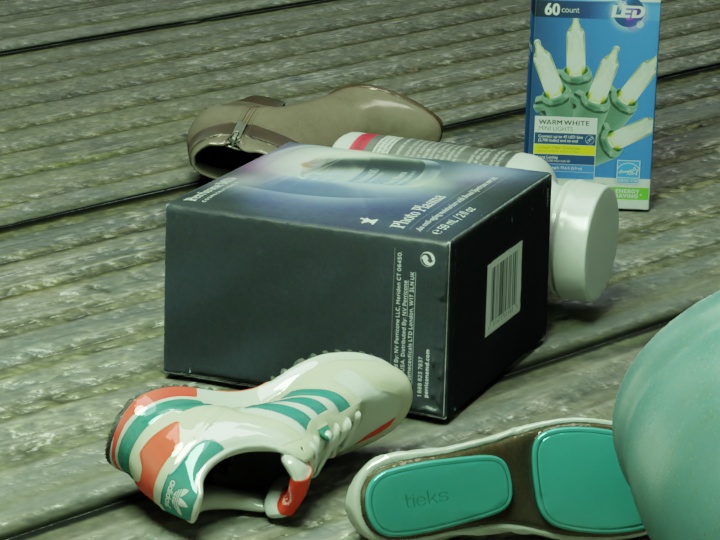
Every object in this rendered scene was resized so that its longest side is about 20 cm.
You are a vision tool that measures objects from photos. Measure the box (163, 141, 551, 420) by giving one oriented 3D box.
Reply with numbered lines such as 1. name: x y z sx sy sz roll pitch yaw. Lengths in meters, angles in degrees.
1. box: 0.000 0.000 1.776 0.197 0.124 0.200 7 17 21

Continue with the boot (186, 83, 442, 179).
1. boot: -0.042 -0.100 2.225 0.199 0.071 0.146 4 23 10

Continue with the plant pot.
1. plant pot: 0.231 0.115 1.340 0.199 0.201 0.135 0 44 -5

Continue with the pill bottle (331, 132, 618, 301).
1. pill bottle: 0.075 -0.032 1.909 0.199 0.111 0.111 8 17 21

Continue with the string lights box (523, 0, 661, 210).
1. string lights box: 0.185 -0.154 2.176 0.102 0.201 0.059 2 16 1

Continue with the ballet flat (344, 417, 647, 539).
1. ballet flat: 0.084 0.117 1.504 0.199 0.070 0.069 -4 17 -15

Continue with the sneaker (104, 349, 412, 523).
1. sneaker: -0.041 0.104 1.542 0.199 0.071 0.093 -7 36 -35
